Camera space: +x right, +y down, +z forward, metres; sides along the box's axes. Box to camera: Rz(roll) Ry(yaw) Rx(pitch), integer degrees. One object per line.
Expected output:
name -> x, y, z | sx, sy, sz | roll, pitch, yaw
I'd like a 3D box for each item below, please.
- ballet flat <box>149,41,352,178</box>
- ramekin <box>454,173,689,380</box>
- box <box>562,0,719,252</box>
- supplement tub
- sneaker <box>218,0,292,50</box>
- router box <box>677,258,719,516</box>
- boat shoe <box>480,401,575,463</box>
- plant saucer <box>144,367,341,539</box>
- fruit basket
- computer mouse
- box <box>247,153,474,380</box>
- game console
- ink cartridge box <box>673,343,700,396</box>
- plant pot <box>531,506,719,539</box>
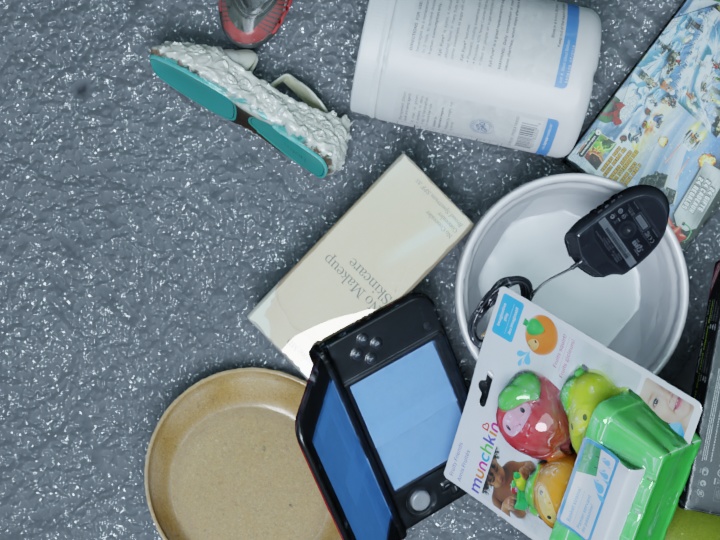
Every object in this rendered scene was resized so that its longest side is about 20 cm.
ballet flat -> -0.094, -0.157, 1.198 | 0.199, 0.072, 0.072 | 33, 91, -4
ramekin -> 0.180, 0.018, 1.167 | 0.197, 0.105, 0.203 | 0, 91, 2
box -> 0.296, -0.137, 1.195 | 0.136, 0.040, 0.201 | 38, 91, 2
supplement tub -> 0.099, -0.180, 1.155 | 0.197, 0.132, 0.134 | 13, 91, 1
sneaker -> -0.081, -0.297, 1.175 | 0.070, 0.098, 0.203 | 19, 92, -1
router box -> 0.338, 0.100, 1.039 | 0.148, 0.062, 0.203 | 11, 91, 4
boat shoe -> 0.194, 0.150, 1.180 | 0.199, 0.072, 0.061 | 3, 73, -12
plant saucer -> -0.094, 0.187, 1.178 | 0.198, 0.035, 0.203 | 6, 65, -13
fruit basket -> 0.157, 0.138, 1.052 | 0.199, 0.093, 0.187 | 29, 116, 30
computer mouse -> 0.170, -0.003, 1.103 | 0.199, 0.034, 0.059 | -35, 110, 6
box -> 0.000, 0.000, 1.184 | 0.095, 0.078, 0.200 | 43, 91, 0
game console -> 0.036, 0.151, 1.120 | 0.171, 0.119, 0.202 | -28, 114, -12
ink cartridge box -> 0.399, 0.103, 1.141 | 0.199, 0.145, 0.148 | 35, 91, 1
plant pot -> 0.237, 0.266, 1.136 | 0.191, 0.200, 0.203 | 15, 91, 13
